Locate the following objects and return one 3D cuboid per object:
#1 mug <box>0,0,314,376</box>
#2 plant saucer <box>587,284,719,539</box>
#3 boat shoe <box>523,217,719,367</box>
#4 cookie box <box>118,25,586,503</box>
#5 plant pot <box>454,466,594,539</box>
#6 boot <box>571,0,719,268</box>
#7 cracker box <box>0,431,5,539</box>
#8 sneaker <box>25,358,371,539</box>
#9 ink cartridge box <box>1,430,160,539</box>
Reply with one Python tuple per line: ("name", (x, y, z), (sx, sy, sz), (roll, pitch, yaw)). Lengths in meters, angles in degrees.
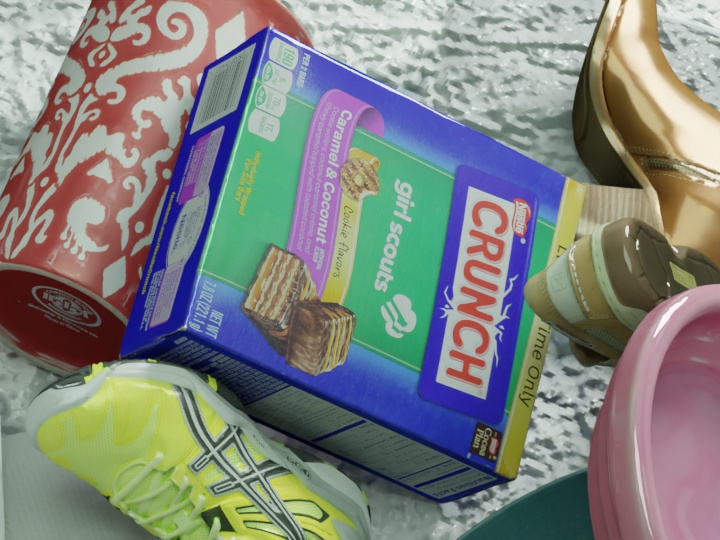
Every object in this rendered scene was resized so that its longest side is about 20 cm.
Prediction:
("mug", (-0.101, -0.049, 1.419), (0.177, 0.134, 0.200), (7, 56, 28))
("plant saucer", (0.165, 0.108, 1.188), (0.200, 0.051, 0.201), (23, 57, -41))
("boat shoe", (0.142, 0.024, 1.394), (0.076, 0.200, 0.072), (-21, 62, 21))
("cookie box", (0.000, 0.000, 1.370), (0.200, 0.075, 0.172), (25, 66, -25))
("plant pot", (0.101, 0.202, 1.265), (0.200, 0.200, 0.135), (-45, 106, -29))
("boot", (0.196, -0.071, 1.508), (0.155, 0.077, 0.200), (7, 58, -1))
("cracker box", (-0.234, 0.113, 1.254), (0.134, 0.058, 0.200), (18, 49, -34))
("sneaker", (-0.071, 0.108, 1.305), (0.200, 0.075, 0.077), (28, 35, -28))
("ink cartridge box", (-0.183, 0.156, 1.328), (0.199, 0.048, 0.146), (-14, 59, -14))
